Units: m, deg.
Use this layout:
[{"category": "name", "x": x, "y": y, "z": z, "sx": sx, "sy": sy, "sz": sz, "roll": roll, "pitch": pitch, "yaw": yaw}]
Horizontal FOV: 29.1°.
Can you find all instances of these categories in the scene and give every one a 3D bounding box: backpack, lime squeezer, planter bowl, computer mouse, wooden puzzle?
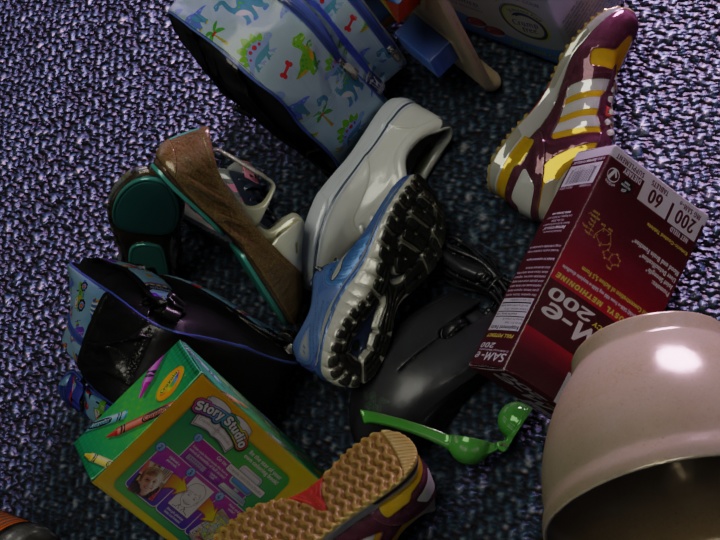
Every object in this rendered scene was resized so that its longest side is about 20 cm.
[{"category": "backpack", "x": -0.178, "y": 0.071, "z": 1.205, "sx": 0.199, "sy": 0.182, "sz": 0.136, "roll": 27, "pitch": 95, "yaw": 45}, {"category": "lime squeezer", "x": 0.104, "y": 0.115, "z": 1.123, "sx": 0.198, "sy": 0.038, "sz": 0.071, "roll": -20, "pitch": 64, "yaw": -4}, {"category": "backpack", "x": -0.069, "y": -0.209, "z": 1.268, "sx": 0.183, "sy": 0.200, "sz": 0.147, "roll": 38, "pitch": 89, "yaw": 35}, {"category": "planter bowl", "x": 0.217, "y": 0.114, "z": 0.984, "sx": 0.198, "sy": 0.200, "sz": 0.136, "roll": -17, "pitch": 56, "yaw": 17}, {"category": "computer mouse", "x": 0.058, "y": 0.068, "z": 1.166, "sx": 0.138, "sy": 0.053, "sz": 0.200, "roll": 37, "pitch": 85, "yaw": 33}, {"category": "wooden puzzle", "x": 0.027, "y": -0.247, "z": 1.247, "sx": 0.046, "sy": 0.200, "sz": 0.185, "roll": -46, "pitch": 56, "yaw": 1}]

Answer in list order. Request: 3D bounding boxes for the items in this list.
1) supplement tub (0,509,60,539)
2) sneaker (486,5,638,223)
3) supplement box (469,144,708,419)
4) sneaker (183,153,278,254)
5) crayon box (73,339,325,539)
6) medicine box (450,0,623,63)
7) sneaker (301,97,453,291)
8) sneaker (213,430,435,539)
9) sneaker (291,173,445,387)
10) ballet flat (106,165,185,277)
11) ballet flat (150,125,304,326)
[{"category": "supplement tub", "x": -0.340, "y": 0.267, "z": 1.214, "sx": 0.198, "sy": 0.123, "sz": 0.124, "roll": 13, "pitch": 71, "yaw": 30}, {"category": "sneaker", "x": 0.197, "y": -0.129, "z": 1.193, "sx": 0.090, "sy": 0.075, "sz": 0.201, "roll": 34, "pitch": 89, "yaw": 25}, {"category": "supplement box", "x": 0.181, "y": 0.016, "z": 1.094, "sx": 0.201, "sy": 0.108, "sz": 0.061, "roll": -62, "pitch": 20, "yaw": -12}, {"category": "sneaker", "x": -0.111, "y": -0.059, "z": 1.298, "sx": 0.199, "sy": 0.070, "sz": 0.082, "roll": 30, "pitch": 83, "yaw": 32}, {"category": "crayon box", "x": -0.116, "y": 0.164, "z": 1.109, "sx": 0.119, "sy": 0.200, "sz": 0.058, "roll": -44, "pitch": 35, "yaw": -1}, {"category": "medicine box", "x": 0.121, "y": -0.295, "z": 1.226, "sx": 0.181, "sy": 0.200, "sz": 0.103, "roll": 27, "pitch": 78, "yaw": 33}, {"category": "sneaker", "x": 0.013, "y": -0.065, "z": 1.241, "sx": 0.070, "sy": 0.073, "sz": 0.201, "roll": 22, "pitch": 77, "yaw": 33}, {"category": "sneaker", "x": -0.028, "y": 0.214, "z": 1.089, "sx": 0.199, "sy": 0.091, "sz": 0.075, "roll": -30, "pitch": 41, "yaw": -4}, {"category": "sneaker", "x": 0.000, "y": 0.000, "z": 1.177, "sx": 0.089, "sy": 0.079, "sz": 0.201, "roll": 10, "pitch": 62, "yaw": 45}, {"category": "ballet flat", "x": -0.195, "y": -0.049, "z": 1.267, "sx": 0.071, "sy": 0.201, "sz": 0.073, "roll": 4, "pitch": 55, "yaw": -6}, {"category": "ballet flat", "x": -0.094, "y": -0.042, "z": 1.186, "sx": 0.072, "sy": 0.201, "sz": 0.068, "roll": -40, "pitch": 19, "yaw": -3}]
